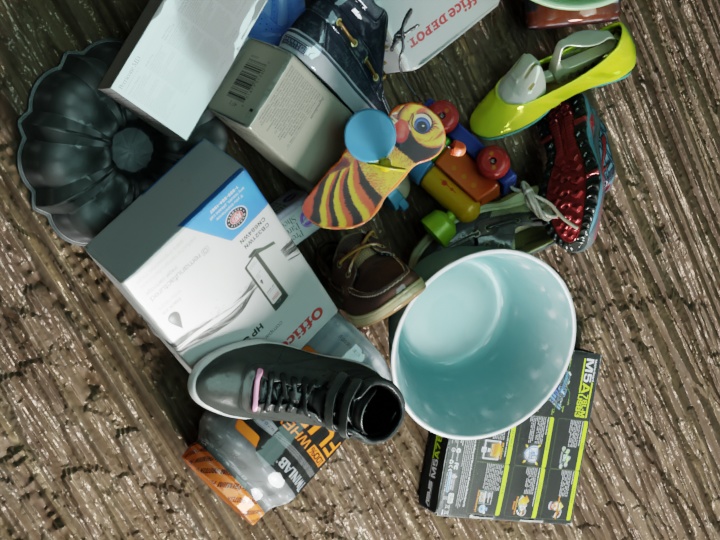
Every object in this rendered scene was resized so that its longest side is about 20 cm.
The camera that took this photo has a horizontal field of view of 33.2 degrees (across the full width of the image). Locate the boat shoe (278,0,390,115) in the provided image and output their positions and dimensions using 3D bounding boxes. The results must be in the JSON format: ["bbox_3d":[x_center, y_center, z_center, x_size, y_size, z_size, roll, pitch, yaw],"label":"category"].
[{"bbox_3d":[0.001,-0.198,1.150,0.091,0.070,0.200,-54,152,-2],"label":"boat shoe"}]

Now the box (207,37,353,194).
[{"bbox_3d":[-0.050,-0.127,1.143,0.083,0.068,0.200,-57,140,-7],"label":"box"}]

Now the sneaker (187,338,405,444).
[{"bbox_3d":[-0.047,0.107,1.058,0.197,0.099,0.072,8,94,-27],"label":"sneaker"}]

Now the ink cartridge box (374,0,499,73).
[{"bbox_3d":[0.030,-0.314,1.187,0.145,0.084,0.202,-39,112,-25],"label":"ink cartridge box"}]

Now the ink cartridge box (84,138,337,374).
[{"bbox_3d":[-0.127,0.009,1.088,0.146,0.084,0.201,-44,133,-12],"label":"ink cartridge box"}]

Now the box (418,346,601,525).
[{"bbox_3d":[0.169,0.177,1.353,0.191,0.047,0.204,9,92,-31],"label":"box"}]

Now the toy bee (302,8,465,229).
[{"bbox_3d":[0.035,-0.112,1.089,0.108,0.131,0.201,30,118,-3],"label":"toy bee"}]

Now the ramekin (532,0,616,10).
[{"bbox_3d":[0.201,-0.354,1.173,0.196,0.098,0.204,0,99,-1],"label":"ramekin"}]

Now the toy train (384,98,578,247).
[{"bbox_3d":[0.110,-0.069,1.229,0.200,0.085,0.116,43,88,12],"label":"toy train"}]

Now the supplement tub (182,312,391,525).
[{"bbox_3d":[-0.072,0.139,1.174,0.200,0.122,0.123,-48,115,-14],"label":"supplement tub"}]

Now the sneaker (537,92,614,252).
[{"bbox_3d":[0.247,-0.101,1.304,0.095,0.079,0.203,32,50,-36],"label":"sneaker"}]

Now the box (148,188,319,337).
[{"bbox_3d":[-0.126,-0.007,1.174,0.199,0.039,0.042,-37,115,-19],"label":"box"}]

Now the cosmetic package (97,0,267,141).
[{"bbox_3d":[-0.140,-0.220,1.046,0.082,0.050,0.202,34,81,-29],"label":"cosmetic package"}]

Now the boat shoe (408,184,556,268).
[{"bbox_3d":[0.144,-0.031,1.289,0.199,0.066,0.072,-24,142,-26],"label":"boat shoe"}]

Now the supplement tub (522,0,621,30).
[{"bbox_3d":[0.218,-0.360,1.275,0.105,0.107,0.204,-11,102,-26],"label":"supplement tub"}]

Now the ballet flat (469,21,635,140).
[{"bbox_3d":[0.202,-0.209,1.285,0.197,0.067,0.067,-25,141,-5],"label":"ballet flat"}]

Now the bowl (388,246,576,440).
[{"bbox_3d":[0.107,0.057,1.219,0.197,0.105,0.204,-7,112,-17],"label":"bowl"}]

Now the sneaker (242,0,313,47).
[{"bbox_3d":[-0.096,-0.273,1.133,0.111,0.077,0.201,-38,116,-13],"label":"sneaker"}]

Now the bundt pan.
[{"bbox_3d":[-0.207,-0.109,1.098,0.199,0.075,0.206,-4,99,-27],"label":"bundt pan"}]

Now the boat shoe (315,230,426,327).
[{"bbox_3d":[0.000,0.000,1.153,0.072,0.200,0.073,-35,104,-9],"label":"boat shoe"}]
